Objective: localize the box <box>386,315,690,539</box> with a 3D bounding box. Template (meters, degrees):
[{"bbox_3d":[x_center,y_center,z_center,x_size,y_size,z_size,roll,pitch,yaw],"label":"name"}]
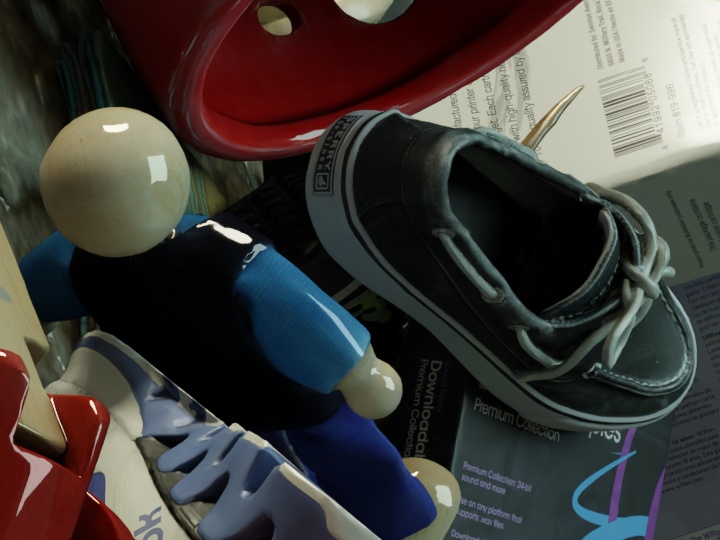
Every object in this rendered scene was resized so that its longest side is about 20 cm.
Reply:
[{"bbox_3d":[0.057,0.095,1.076,0.143,0.036,0.201,22,73,-52],"label":"box"}]

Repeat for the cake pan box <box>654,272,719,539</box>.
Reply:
[{"bbox_3d":[0.148,0.079,1.345,0.185,0.200,0.052,66,17,-8],"label":"cake pan box"}]

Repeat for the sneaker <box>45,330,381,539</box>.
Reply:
[{"bbox_3d":[-0.063,0.090,0.767,0.081,0.115,0.199,44,-9,-21],"label":"sneaker"}]

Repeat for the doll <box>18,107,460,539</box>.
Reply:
[{"bbox_3d":[-0.041,0.022,0.850,0.049,0.136,0.200,-63,149,-22],"label":"doll"}]

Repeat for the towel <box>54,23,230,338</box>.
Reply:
[{"bbox_3d":[-0.050,0.028,1.025,0.200,0.022,0.147,55,20,-51],"label":"towel"}]

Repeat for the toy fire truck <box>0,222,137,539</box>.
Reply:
[{"bbox_3d":[-0.070,0.067,0.618,0.176,0.128,0.200,47,56,-58],"label":"toy fire truck"}]

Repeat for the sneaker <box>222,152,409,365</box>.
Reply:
[{"bbox_3d":[0.000,0.000,1.069,0.200,0.072,0.083,-62,135,-72],"label":"sneaker"}]

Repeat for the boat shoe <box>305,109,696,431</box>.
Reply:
[{"bbox_3d":[0.068,0.001,1.001,0.199,0.068,0.074,39,63,-42],"label":"boat shoe"}]

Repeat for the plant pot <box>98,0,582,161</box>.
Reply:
[{"bbox_3d":[-0.020,-0.163,1.022,0.183,0.200,0.200,57,9,18],"label":"plant pot"}]

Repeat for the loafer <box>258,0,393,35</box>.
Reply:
[{"bbox_3d":[-0.009,-0.156,1.314,0.200,0.075,0.068,-73,147,-67],"label":"loafer"}]

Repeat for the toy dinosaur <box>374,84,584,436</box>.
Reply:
[{"bbox_3d":[0.030,0.033,1.127,0.106,0.060,0.200,-92,-161,-59],"label":"toy dinosaur"}]

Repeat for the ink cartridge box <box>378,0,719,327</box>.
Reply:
[{"bbox_3d":[0.084,-0.060,1.289,0.083,0.200,0.147,59,18,-49],"label":"ink cartridge box"}]
